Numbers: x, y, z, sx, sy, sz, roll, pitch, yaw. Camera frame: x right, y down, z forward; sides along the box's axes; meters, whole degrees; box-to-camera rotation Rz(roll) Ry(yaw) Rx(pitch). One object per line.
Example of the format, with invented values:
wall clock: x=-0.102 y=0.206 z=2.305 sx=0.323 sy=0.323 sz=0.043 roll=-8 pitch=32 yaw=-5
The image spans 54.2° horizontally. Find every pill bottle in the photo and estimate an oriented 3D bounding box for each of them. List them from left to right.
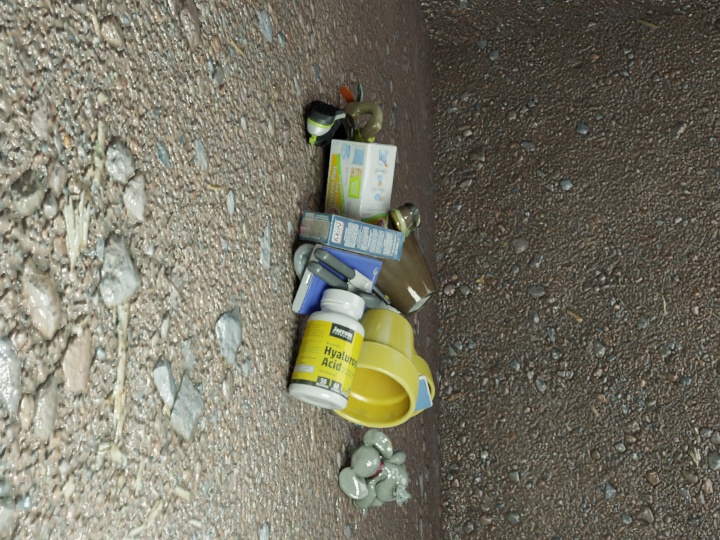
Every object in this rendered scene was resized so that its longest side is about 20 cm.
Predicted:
pill bottle: x=-0.055 y=0.142 z=1.285 sx=0.112 sy=0.110 sz=0.203 roll=59 pitch=42 yaw=-63

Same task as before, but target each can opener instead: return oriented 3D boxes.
can opener: x=-0.022 y=0.020 z=1.317 sx=0.054 sy=0.066 sz=0.200 roll=-61 pitch=145 yaw=-5

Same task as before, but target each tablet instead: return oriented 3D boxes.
tablet: x=0.070 y=0.313 z=1.678 sx=0.014 sy=0.197 sz=0.131 roll=-103 pitch=177 yaw=-45

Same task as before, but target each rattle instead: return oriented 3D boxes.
rattle: x=0.011 y=-0.362 z=1.758 sx=0.142 sy=0.130 sz=0.201 roll=31 pitch=23 yaw=-36

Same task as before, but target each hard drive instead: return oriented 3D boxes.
hard drive: x=-0.041 y=0.027 z=1.377 sx=0.199 sy=0.025 sz=0.134 roll=11 pitch=102 yaw=-55

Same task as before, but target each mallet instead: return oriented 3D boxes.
mallet: x=0.000 y=0.000 z=1.609 sx=0.200 sy=0.041 sz=0.066 roll=43 pitch=24 yaw=-20

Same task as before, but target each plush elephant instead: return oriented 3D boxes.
plush elephant: x=0.026 y=0.451 z=1.600 sx=0.155 sy=0.165 sz=0.200 roll=47 pitch=-15 yaw=-9

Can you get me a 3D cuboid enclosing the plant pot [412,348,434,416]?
plant pot: x=0.072 y=0.242 z=1.754 sx=0.202 sy=0.198 sz=0.191 roll=73 pitch=4 yaw=-45

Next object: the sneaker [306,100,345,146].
sneaker: x=-0.085 y=-0.312 z=1.513 sx=0.200 sy=0.071 sz=0.084 roll=-58 pitch=168 yaw=-69

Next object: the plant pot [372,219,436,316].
plant pot: x=0.086 y=0.004 z=1.678 sx=0.201 sy=0.186 sz=0.187 roll=53 pitch=4 yaw=18

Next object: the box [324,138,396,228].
box: x=-0.003 y=-0.178 z=1.538 sx=0.101 sy=0.111 sz=0.203 roll=-5 pitch=104 yaw=-49

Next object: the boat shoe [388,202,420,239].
boat shoe: x=0.101 y=-0.105 z=1.532 sx=0.200 sy=0.064 sz=0.074 roll=-5 pitch=72 yaw=-87

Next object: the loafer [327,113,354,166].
loafer: x=-0.050 y=-0.271 z=1.623 sx=0.071 sy=0.072 sz=0.203 roll=16 pitch=65 yaw=-66

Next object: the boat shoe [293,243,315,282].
boat shoe: x=-0.086 y=0.007 z=1.392 sx=0.062 sy=0.072 sz=0.201 roll=41 pitch=-9 yaw=37

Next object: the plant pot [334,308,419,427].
plant pot: x=0.034 y=0.192 z=1.476 sx=0.190 sy=0.198 sz=0.203 roll=-71 pitch=154 yaw=-45

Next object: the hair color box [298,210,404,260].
hair color box: x=-0.016 y=-0.068 z=1.406 sx=0.198 sy=0.099 sz=0.062 roll=12 pitch=90 yaw=-42

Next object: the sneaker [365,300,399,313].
sneaker: x=0.075 y=0.096 z=1.797 sx=0.076 sy=0.199 sz=0.081 roll=34 pitch=46 yaw=-27
